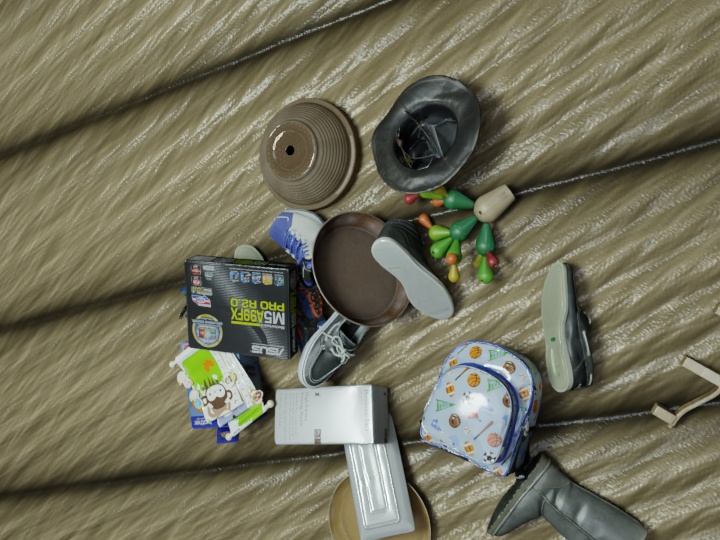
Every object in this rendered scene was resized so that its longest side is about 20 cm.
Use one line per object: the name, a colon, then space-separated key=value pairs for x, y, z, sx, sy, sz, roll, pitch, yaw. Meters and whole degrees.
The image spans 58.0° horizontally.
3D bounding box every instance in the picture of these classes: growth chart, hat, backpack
growth chart: x=-0.264 y=0.214 z=1.208 sx=0.145 sy=0.018 sz=0.201 roll=-44 pitch=78 yaw=17
hat: x=0.119 y=-0.211 z=1.074 sx=0.197 sy=0.081 sz=0.205 roll=-9 pitch=72 yaw=28
backpack: x=0.196 y=0.210 z=1.042 sx=0.197 sy=0.154 sz=0.194 roll=20 pitch=85 yaw=24

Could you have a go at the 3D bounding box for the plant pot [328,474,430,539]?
plant pot: x=0.036 y=0.456 z=1.181 sx=0.196 sy=0.027 sz=0.204 roll=2 pitch=95 yaw=21

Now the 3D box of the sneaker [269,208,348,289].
sneaker: x=-0.088 y=-0.033 z=1.143 sx=0.197 sy=0.115 sz=0.082 roll=29 pitch=123 yaw=17

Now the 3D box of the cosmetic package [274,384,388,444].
cosmetic package: x=-0.053 y=0.260 z=1.163 sx=0.197 sy=0.074 sz=0.104 roll=-9 pitch=73 yaw=25

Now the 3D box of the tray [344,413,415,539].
tray: x=0.025 y=0.365 z=1.150 sx=0.106 sy=0.022 sz=0.204 roll=-20 pitch=69 yaw=21

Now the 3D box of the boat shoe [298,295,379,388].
boat shoe: x=-0.034 y=0.125 z=1.134 sx=0.074 sy=0.068 sz=0.200 roll=43 pitch=83 yaw=-24

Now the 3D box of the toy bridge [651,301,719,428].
toy bridge: x=0.516 y=0.152 z=0.977 sx=0.067 sy=0.027 sz=0.203 roll=29 pitch=103 yaw=16

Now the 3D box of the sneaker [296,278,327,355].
sneaker: x=-0.090 y=0.107 z=1.191 sx=0.074 sy=0.078 sz=0.204 roll=-17 pitch=102 yaw=-20

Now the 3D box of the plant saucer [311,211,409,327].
plant saucer: x=0.000 y=0.000 z=1.100 sx=0.034 sy=0.198 sz=0.203 roll=-32 pitch=81 yaw=53

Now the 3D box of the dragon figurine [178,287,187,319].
dragon figurine: x=-0.307 y=0.057 z=1.245 sx=0.197 sy=0.099 sz=0.060 roll=-11 pitch=90 yaw=29

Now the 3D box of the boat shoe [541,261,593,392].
boat shoe: x=0.332 y=0.088 z=1.035 sx=0.066 sy=0.072 sz=0.204 roll=-2 pitch=85 yaw=-15

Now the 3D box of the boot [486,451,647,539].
boot: x=0.328 y=0.419 z=1.052 sx=0.199 sy=0.072 sz=0.183 roll=38 pitch=107 yaw=8

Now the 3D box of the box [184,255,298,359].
box: x=-0.207 y=0.063 z=1.132 sx=0.196 sy=0.044 sz=0.164 roll=5 pitch=104 yaw=15

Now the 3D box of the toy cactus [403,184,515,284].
toy cactus: x=0.177 y=-0.083 z=1.069 sx=0.164 sy=0.102 sz=0.201 roll=-37 pitch=72 yaw=9

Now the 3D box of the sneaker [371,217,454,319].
sneaker: x=0.100 y=-0.009 z=1.103 sx=0.070 sy=0.100 sz=0.200 roll=-27 pitch=118 yaw=33

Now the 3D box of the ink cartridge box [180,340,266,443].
ink cartridge box: x=-0.263 y=0.227 z=1.258 sx=0.134 sy=0.076 sz=0.204 roll=-9 pitch=91 yaw=21

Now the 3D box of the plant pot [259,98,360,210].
plant pot: x=-0.106 y=-0.210 z=1.162 sx=0.197 sy=0.092 sz=0.205 roll=1 pitch=93 yaw=20

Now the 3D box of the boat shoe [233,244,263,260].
boat shoe: x=-0.201 y=0.052 z=1.221 sx=0.067 sy=0.071 sz=0.203 roll=-34 pitch=71 yaw=51
